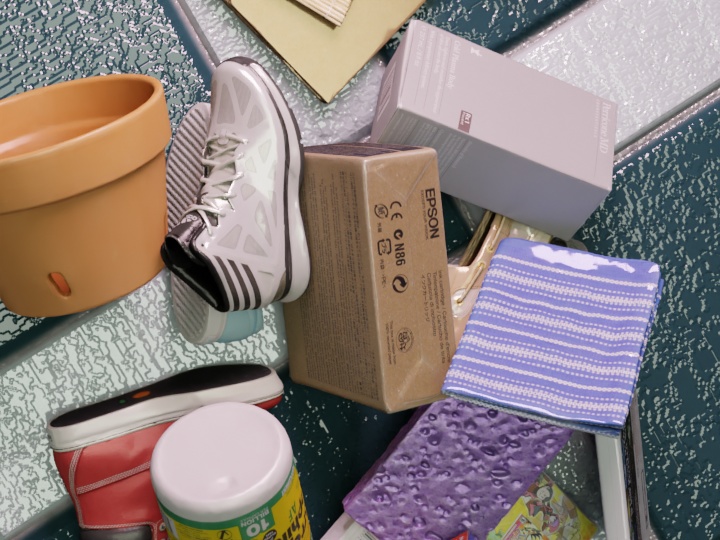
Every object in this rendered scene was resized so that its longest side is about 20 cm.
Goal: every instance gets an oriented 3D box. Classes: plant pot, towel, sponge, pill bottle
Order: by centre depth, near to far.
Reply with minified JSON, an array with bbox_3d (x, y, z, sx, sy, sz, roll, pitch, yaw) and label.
[{"bbox_3d":[-0.235,-0.055,1.231,0.199,0.200,0.141,-17,112,-11],"label":"plant pot"},{"bbox_3d":[0.157,0.045,1.245,0.144,0.201,0.024,12,130,12],"label":"towel"},{"bbox_3d":[-0.096,0.212,1.265,0.112,0.113,0.201,-19,132,-11],"label":"pill bottle"},{"bbox_3d":[0.088,0.153,1.294,0.111,0.030,0.200,38,96,-9],"label":"sponge"}]

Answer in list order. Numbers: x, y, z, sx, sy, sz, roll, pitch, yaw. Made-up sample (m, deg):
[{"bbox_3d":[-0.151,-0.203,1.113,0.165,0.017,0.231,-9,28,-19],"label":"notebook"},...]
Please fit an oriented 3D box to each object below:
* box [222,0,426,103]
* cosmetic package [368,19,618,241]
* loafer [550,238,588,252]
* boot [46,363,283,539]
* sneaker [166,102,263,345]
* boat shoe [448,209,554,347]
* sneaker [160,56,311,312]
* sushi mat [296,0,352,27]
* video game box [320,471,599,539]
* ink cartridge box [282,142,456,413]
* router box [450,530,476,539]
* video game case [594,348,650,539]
[{"bbox_3d":[-0.018,-0.269,1.343,0.163,0.021,0.200,45,83,-10],"label":"box"},{"bbox_3d":[0.113,-0.117,1.329,0.198,0.090,0.107,17,53,-11],"label":"cosmetic package"},{"bbox_3d":[0.151,0.059,1.351,0.069,0.070,0.201,25,66,-25],"label":"loafer"},{"bbox_3d":[-0.149,0.166,1.316,0.198,0.072,0.145,-17,103,-11],"label":"boot"},{"bbox_3d":[-0.115,-0.038,1.320,0.082,0.074,0.202,2,87,-42],"label":"sneaker"},{"bbox_3d":[0.087,0.016,1.357,0.069,0.074,0.200,39,74,-7],"label":"boat shoe"},{"bbox_3d":[-0.104,-0.064,1.229,0.115,0.075,0.202,-17,99,-48],"label":"sneaker"},{"bbox_3d":[-0.080,-0.296,1.312,0.199,0.012,0.096,30,87,-9],"label":"sushi mat"},{"bbox_3d":[0.082,0.237,1.364,0.182,0.047,0.200,46,78,-13],"label":"video game box"},{"bbox_3d":[0.000,0.000,1.273,0.075,0.164,0.202,-12,102,-28],"label":"ink cartridge box"},{"bbox_3d":[0.074,0.340,1.309,0.179,0.049,0.200,-32,108,18],"label":"router box"},{"bbox_3d":[0.222,0.153,1.339,0.023,0.182,0.202,-5,94,15],"label":"video game case"}]
